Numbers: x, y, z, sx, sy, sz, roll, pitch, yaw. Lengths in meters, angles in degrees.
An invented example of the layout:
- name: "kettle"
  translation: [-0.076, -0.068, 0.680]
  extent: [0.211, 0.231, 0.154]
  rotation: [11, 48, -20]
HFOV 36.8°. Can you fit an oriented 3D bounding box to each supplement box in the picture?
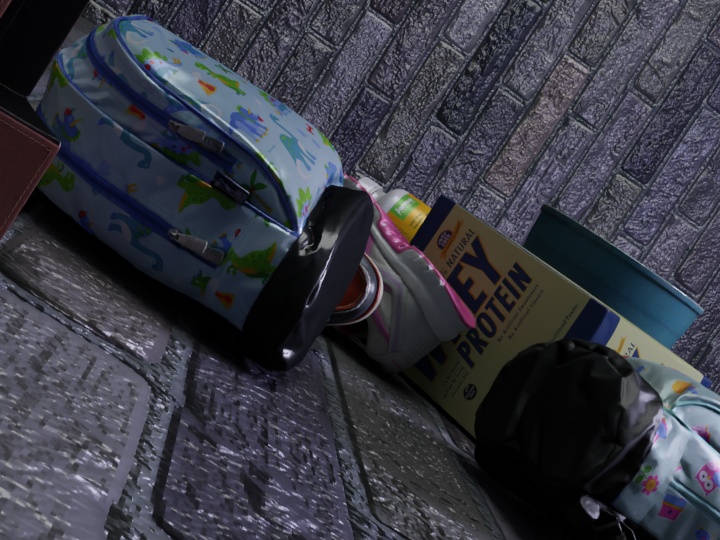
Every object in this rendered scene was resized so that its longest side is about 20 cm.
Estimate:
- name: "supplement box"
  translation: [0.141, 0.069, 0.891]
  extent: [0.199, 0.135, 0.200]
  rotation: [28, 8, -46]

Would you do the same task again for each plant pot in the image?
- name: "plant pot"
  translation: [0.225, 0.064, 1.144]
  extent: [0.199, 0.189, 0.200]
  rotation: [33, 5, -3]

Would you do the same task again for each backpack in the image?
- name: "backpack"
  translation: [-0.095, -0.053, 0.623]
  extent: [0.198, 0.156, 0.163]
  rotation: [21, 21, 7]
- name: "backpack"
  translation: [0.186, 0.131, 0.676]
  extent: [0.199, 0.127, 0.167]
  rotation: [35, 1, -20]

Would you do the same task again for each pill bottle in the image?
- name: "pill bottle"
  translation: [0.064, -0.042, 1.500]
  extent: [0.199, 0.112, 0.111]
  rotation: [35, 6, 13]

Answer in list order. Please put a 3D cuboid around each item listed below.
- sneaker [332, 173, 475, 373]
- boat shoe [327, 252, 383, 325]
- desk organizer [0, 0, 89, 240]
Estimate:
- name: "sneaker"
  translation: [0.000, 0.000, 0.836]
  extent: [0.081, 0.088, 0.200]
  rotation: [47, 3, -46]
- name: "boat shoe"
  translation: [-0.076, -0.026, 0.732]
  extent: [0.198, 0.072, 0.063]
  rotation: [30, -9, 11]
- name: "desk organizer"
  translation: [-0.133, -0.100, 0.398]
  extent: [0.077, 0.201, 0.072]
  rotation: [31, 5, -37]
